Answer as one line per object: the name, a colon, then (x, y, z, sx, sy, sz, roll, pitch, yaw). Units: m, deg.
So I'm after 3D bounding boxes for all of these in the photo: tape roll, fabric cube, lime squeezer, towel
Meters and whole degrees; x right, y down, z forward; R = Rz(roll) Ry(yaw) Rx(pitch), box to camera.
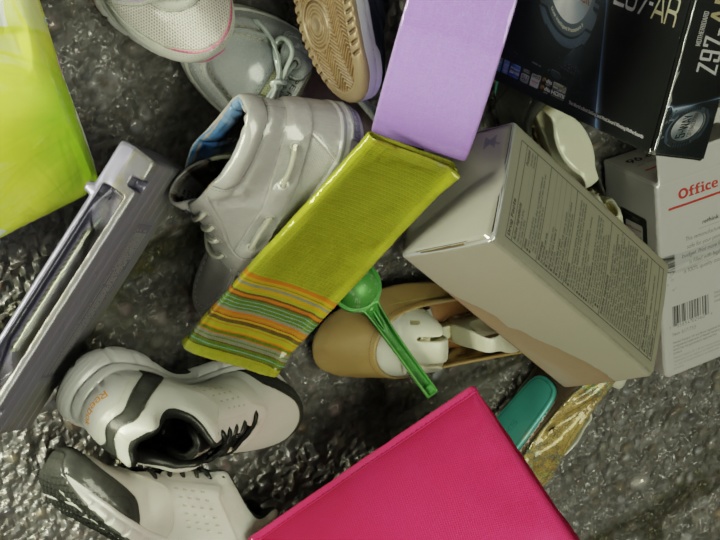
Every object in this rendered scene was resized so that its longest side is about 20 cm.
tape roll: (0.064, -0.173, 1.381, 0.065, 0.200, 0.201, 17, 102, 1)
fabric cube: (0.075, 0.244, 1.522, 0.196, 0.200, 0.200, -35, 143, 1)
lime squeezer: (0.000, 0.000, 1.499, 0.038, 0.070, 0.201, -46, 128, -28)
towel: (-0.026, -0.007, 1.410, 0.086, 0.018, 0.200, 15, 127, -45)

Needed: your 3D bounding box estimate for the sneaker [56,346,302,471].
sneaker: (-0.108, 0.104, 1.452, 0.199, 0.080, 0.074, 5, 120, -48)

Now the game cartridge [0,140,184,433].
game cartridge: (-0.181, 0.012, 1.378, 0.038, 0.130, 0.200, 33, 92, 1)

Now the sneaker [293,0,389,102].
sneaker: (0.009, -0.210, 1.394, 0.108, 0.070, 0.201, -11, 83, -32)

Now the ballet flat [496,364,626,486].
ballet flat: (0.161, 0.086, 1.642, 0.071, 0.071, 0.200, 31, 99, -36)

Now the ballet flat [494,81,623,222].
ballet flat: (0.147, -0.056, 1.576, 0.068, 0.068, 0.201, -35, 124, -16)

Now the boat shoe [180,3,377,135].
boat shoe: (-0.034, -0.107, 1.449, 0.202, 0.065, 0.075, 38, 87, -36)

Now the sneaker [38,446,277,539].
sneaker: (-0.136, 0.158, 1.501, 0.200, 0.074, 0.080, 36, 77, -41)

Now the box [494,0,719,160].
box: (0.166, -0.176, 1.416, 0.043, 0.200, 0.161, 4, 108, -33)

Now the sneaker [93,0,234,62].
sneaker: (-0.133, -0.208, 1.324, 0.081, 0.088, 0.200, -38, 117, -13)

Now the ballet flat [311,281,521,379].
ballet flat: (0.063, 0.041, 1.568, 0.199, 0.063, 0.069, -13, 117, -26)

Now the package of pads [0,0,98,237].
package of pads: (-0.254, -0.109, 1.314, 0.154, 0.068, 0.201, -29, 122, -18)

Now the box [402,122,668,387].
box: (0.123, -0.007, 1.498, 0.200, 0.077, 0.095, 39, 53, -39)

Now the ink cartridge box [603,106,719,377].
ink cartridge box: (0.249, -0.036, 1.645, 0.116, 0.068, 0.201, -19, 118, -26)

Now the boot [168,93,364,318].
boot: (-0.084, -0.040, 1.410, 0.095, 0.074, 0.200, 9, 132, -32)
